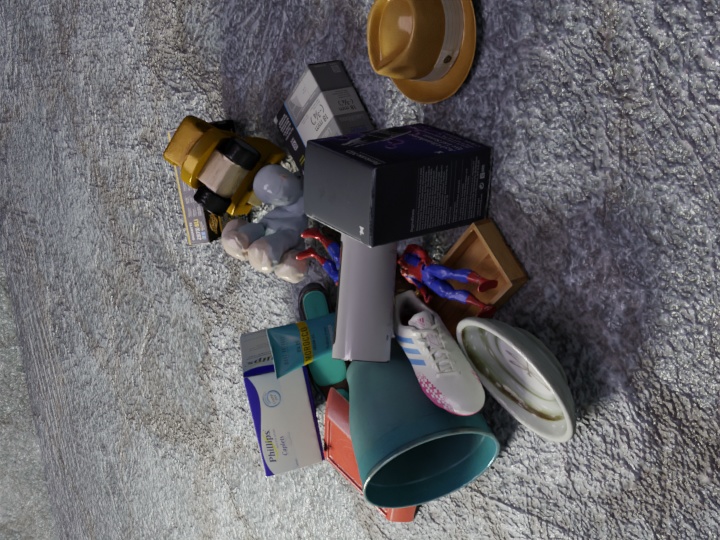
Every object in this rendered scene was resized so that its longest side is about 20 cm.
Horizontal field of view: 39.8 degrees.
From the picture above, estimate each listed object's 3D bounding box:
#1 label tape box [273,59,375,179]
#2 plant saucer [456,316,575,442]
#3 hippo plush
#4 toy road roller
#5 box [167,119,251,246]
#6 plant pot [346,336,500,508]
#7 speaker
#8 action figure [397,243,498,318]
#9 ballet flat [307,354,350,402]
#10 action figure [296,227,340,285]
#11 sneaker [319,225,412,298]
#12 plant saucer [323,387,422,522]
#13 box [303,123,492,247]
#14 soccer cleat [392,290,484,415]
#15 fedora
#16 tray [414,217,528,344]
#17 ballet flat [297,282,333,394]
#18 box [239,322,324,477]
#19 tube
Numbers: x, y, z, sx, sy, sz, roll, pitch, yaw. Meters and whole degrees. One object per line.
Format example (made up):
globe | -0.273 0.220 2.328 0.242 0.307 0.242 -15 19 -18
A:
label tape box | -0.042 -0.192 1.504 0.201 0.063 0.144 63 145 16
plant saucer | 0.207 0.126 1.259 0.200 0.050 0.200 44 163 17
hippo plush | -0.109 -0.078 1.573 0.159 0.199 0.161 37 105 56
toy road roller | -0.226 -0.178 1.620 0.146 0.200 0.123 37 102 12
box | -0.260 -0.157 1.739 0.049 0.160 0.201 -4 102 24
plant pot | 0.070 0.204 1.411 0.200 0.199 0.188 115 144 -44
speaker | 0.008 0.023 1.357 0.081 0.081 0.201 -1 84 54
action figure | 0.099 0.008 1.343 0.200 0.052 0.066 27 129 49
ballet flat | -0.039 0.177 1.619 0.068 0.068 0.201 -82 -24 -65
action figure | -0.030 0.020 1.440 0.200 0.099 0.065 35 130 27
sneaker | 0.000 0.000 1.516 0.200 0.070 0.076 39 133 41
plant saucer | 0.008 0.304 1.575 0.200 0.037 0.200 40 152 23
box | 0.047 -0.115 1.289 0.148 0.199 0.105 28 123 46
soccer cleat | 0.095 0.107 1.318 0.200 0.070 0.087 52 160 43
fedora | 0.064 -0.310 1.291 0.200 0.082 0.201 26 124 48
tray | 0.143 0.027 1.358 0.099 0.037 0.200 60 144 19
ballet flat | -0.066 0.110 1.665 0.073 0.073 0.201 18 123 50
box | -0.134 0.212 1.676 0.200 0.104 0.185 -115 14 -71
tube | -0.054 0.098 1.516 0.050 0.199 0.078 -1 104 55
